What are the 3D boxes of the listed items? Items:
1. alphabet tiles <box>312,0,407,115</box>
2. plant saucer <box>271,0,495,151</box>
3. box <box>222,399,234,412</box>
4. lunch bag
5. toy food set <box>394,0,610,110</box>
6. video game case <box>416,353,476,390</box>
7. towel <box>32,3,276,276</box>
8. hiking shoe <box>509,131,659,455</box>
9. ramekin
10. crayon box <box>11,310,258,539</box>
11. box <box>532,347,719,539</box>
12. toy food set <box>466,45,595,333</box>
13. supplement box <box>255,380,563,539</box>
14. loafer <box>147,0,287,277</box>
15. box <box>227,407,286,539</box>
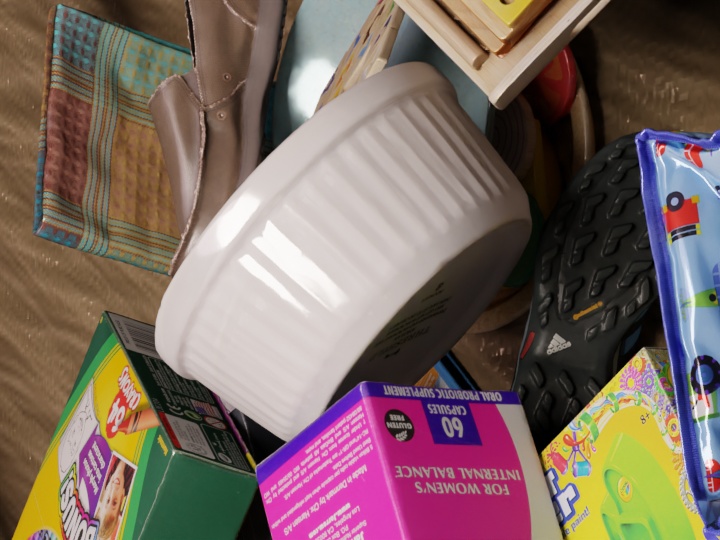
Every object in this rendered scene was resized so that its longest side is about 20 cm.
[{"bbox_3d":[-0.020,-0.079,1.284,0.200,0.008,0.167,-56,9,34],"label":"alphabet tiles"},{"bbox_3d":[0.022,-0.089,1.350,0.201,0.039,0.202,-9,79,53],"label":"plant saucer"},{"bbox_3d":[-0.083,0.031,1.562,0.121,0.032,0.201,37,115,48],"label":"box"},{"bbox_3d":[0.208,0.037,1.075,0.094,0.150,0.201,-9,80,52],"label":"lunch bag"},{"bbox_3d":[0.058,-0.189,1.167,0.144,0.060,0.200,-46,57,7],"label":"toy food set"},{"bbox_3d":[0.021,0.108,1.429,0.200,0.018,0.144,53,127,41],"label":"video game case"},{"bbox_3d":[-0.105,-0.065,1.421,0.022,0.199,0.147,-19,63,44],"label":"towel"},{"bbox_3d":[0.116,0.021,1.262,0.087,0.074,0.201,103,-171,-87],"label":"hiking shoe"},{"bbox_3d":[0.000,0.000,1.202,0.094,0.202,0.203,43,124,14],"label":"ramekin"},{"bbox_3d":[-0.133,0.141,1.332,0.173,0.058,0.200,-66,23,13],"label":"crayon box"},{"bbox_3d":[0.158,0.174,1.155,0.200,0.122,0.193,-51,48,37],"label":"box"},{"bbox_3d":[0.062,-0.065,1.366,0.198,0.048,0.201,-21,70,50],"label":"toy food set"},{"bbox_3d":[0.036,0.164,1.134,0.103,0.101,0.201,-40,55,42],"label":"supplement box"},{"bbox_3d":[-0.090,-0.080,1.391,0.073,0.071,0.201,109,170,-68],"label":"loafer"},{"bbox_3d":[-0.036,0.196,1.385,0.197,0.123,0.201,-43,58,54],"label":"box"}]
